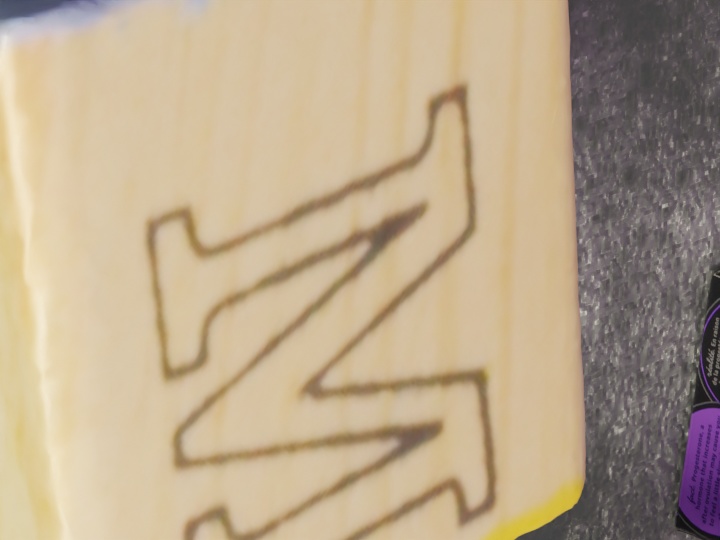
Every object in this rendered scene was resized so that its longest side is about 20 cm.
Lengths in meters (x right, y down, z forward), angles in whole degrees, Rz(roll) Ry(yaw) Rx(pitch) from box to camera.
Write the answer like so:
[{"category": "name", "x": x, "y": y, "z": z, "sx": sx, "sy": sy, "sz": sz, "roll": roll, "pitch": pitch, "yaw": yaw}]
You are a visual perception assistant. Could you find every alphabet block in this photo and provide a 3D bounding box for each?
[{"category": "alphabet block", "x": -0.068, "y": -0.016, "z": 0.740, "sx": 0.196, "sy": 0.195, "sz": 0.200, "roll": -24, "pitch": 120, "yaw": -37}]

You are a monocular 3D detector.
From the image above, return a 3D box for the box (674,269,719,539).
[{"category": "box", "x": 0.244, "y": 0.059, "z": 1.158, "sx": 0.200, "sy": 0.106, "sz": 0.122, "roll": -8, "pitch": 111, "yaw": -45}]
